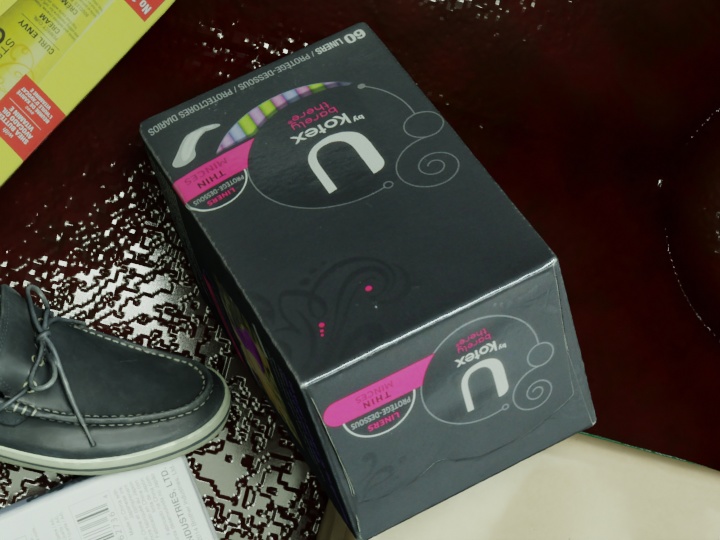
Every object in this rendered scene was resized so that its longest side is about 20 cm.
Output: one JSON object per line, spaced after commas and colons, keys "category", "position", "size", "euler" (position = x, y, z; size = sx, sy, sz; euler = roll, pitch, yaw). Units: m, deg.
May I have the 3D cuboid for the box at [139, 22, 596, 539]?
{"category": "box", "position": [0.000, 0.000, 1.079], "size": [0.122, 0.200, 0.106], "euler": [-26, 133, -9]}

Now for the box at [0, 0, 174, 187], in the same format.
{"category": "box", "position": [-0.168, -0.081, 1.098], "size": [0.075, 0.050, 0.200], "euler": [45, 60, -9]}

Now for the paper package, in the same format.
{"category": "paper package", "position": [0.073, 0.167, 1.149], "size": [0.199, 0.103, 0.191], "euler": [15, 87, -9]}

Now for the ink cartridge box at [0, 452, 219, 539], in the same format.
{"category": "ink cartridge box", "position": [-0.155, 0.171, 1.138], "size": [0.199, 0.042, 0.120], "euler": [-22, 94, -12]}

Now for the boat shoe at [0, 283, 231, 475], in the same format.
{"category": "boat shoe", "position": [-0.156, 0.045, 1.117], "size": [0.199, 0.075, 0.062], "euler": [9, 129, -8]}
